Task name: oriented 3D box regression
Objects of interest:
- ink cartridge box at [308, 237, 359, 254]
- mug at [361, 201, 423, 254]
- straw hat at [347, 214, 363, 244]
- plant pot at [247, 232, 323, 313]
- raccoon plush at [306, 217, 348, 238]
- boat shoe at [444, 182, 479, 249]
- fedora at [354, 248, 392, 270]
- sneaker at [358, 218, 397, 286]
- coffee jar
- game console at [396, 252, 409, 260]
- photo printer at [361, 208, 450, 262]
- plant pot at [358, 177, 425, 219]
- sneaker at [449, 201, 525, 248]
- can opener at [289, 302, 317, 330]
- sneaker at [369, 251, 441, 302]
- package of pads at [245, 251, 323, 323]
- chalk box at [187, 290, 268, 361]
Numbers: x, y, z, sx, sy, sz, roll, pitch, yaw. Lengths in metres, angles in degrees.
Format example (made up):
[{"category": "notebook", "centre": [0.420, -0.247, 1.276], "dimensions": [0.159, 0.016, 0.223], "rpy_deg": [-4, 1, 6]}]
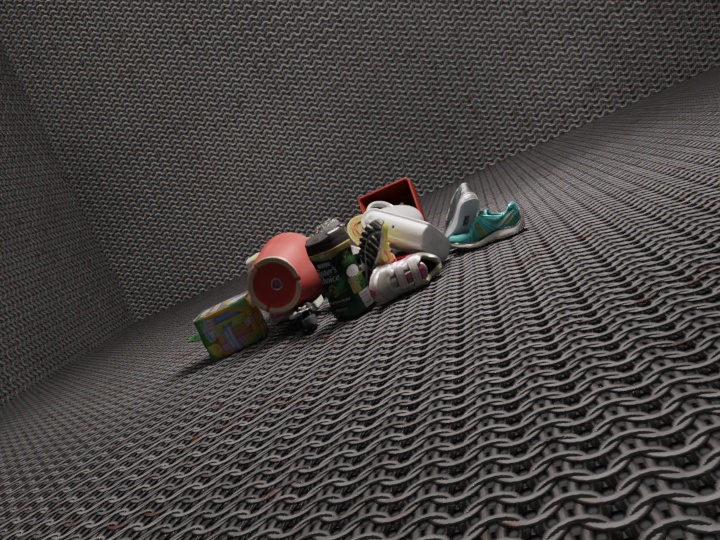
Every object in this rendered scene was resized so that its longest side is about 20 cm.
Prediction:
[{"category": "ink cartridge box", "centre": [-0.061, -0.046, 1.912], "dimensions": [0.196, 0.069, 0.116], "rpy_deg": [15, -2, -15]}, {"category": "mug", "centre": [0.100, -0.151, 2.055], "dimensions": [0.173, 0.200, 0.149], "rpy_deg": [-21, -34, -35]}, {"category": "straw hat", "centre": [0.044, -0.095, 2.152], "dimensions": [0.200, 0.201, 0.086], "rpy_deg": [-30, -29, -38]}, {"category": "plant pot", "centre": [-0.194, 0.017, 1.626], "dimensions": [0.197, 0.203, 0.177], "rpy_deg": [-22, 8, 13]}, {"category": "raccoon plush", "centre": [-0.132, -0.112, 2.099], "dimensions": [0.196, 0.099, 0.134], "rpy_deg": [-4, -5, -22]}, {"category": "boat shoe", "centre": [0.248, -0.137, 1.623], "dimensions": [0.070, 0.069, 0.202], "rpy_deg": [-9, -36, -11]}, {"category": "fedora", "centre": [0.006, 0.012, 1.637], "dimensions": [0.197, 0.093, 0.201], "rpy_deg": [-21, 12, 5]}, {"category": "sneaker", "centre": [0.049, -0.029, 1.496], "dimensions": [0.089, 0.203, 0.078], "rpy_deg": [-13, 33, -29]}, {"category": "coffee jar", "centre": [-0.049, 0.005, 1.462], "dimensions": [0.103, 0.203, 0.085], "rpy_deg": [-15, 11, 47]}, {"category": "game console", "centre": [0.133, -0.027, 1.759], "dimensions": [0.176, 0.032, 0.198], "rpy_deg": [-27, 8, -41]}, {"category": "photo printer", "centre": [0.107, -0.090, 1.584], "dimensions": [0.198, 0.071, 0.166], "rpy_deg": [19, -5, 34]}, {"category": "plant pot", "centre": [0.136, -0.197, 2.267], "dimensions": [0.197, 0.203, 0.176], "rpy_deg": [-20, -2, 21]}, {"category": "sneaker", "centre": [0.306, -0.109, 1.572], "dimensions": [0.197, 0.081, 0.077], "rpy_deg": [-21, 9, 28]}, {"category": "can opener", "centre": [-0.132, 0.117, 1.571], "dimensions": [0.053, 0.068, 0.200], "rpy_deg": [-28, -4, 1]}, {"category": "sneaker", "centre": [0.104, 0.006, 1.432], "dimensions": [0.198, 0.082, 0.088], "rpy_deg": [-31, 9, -32]}, {"category": "package of pads", "centre": [-0.213, 0.031, 1.769], "dimensions": [0.152, 0.203, 0.068], "rpy_deg": [-21, 10, 21]}, {"category": "chalk box", "centre": [-0.362, 0.155, 1.711], "dimensions": [0.197, 0.126, 0.124], "rpy_deg": [-25, 9, 2]}]
